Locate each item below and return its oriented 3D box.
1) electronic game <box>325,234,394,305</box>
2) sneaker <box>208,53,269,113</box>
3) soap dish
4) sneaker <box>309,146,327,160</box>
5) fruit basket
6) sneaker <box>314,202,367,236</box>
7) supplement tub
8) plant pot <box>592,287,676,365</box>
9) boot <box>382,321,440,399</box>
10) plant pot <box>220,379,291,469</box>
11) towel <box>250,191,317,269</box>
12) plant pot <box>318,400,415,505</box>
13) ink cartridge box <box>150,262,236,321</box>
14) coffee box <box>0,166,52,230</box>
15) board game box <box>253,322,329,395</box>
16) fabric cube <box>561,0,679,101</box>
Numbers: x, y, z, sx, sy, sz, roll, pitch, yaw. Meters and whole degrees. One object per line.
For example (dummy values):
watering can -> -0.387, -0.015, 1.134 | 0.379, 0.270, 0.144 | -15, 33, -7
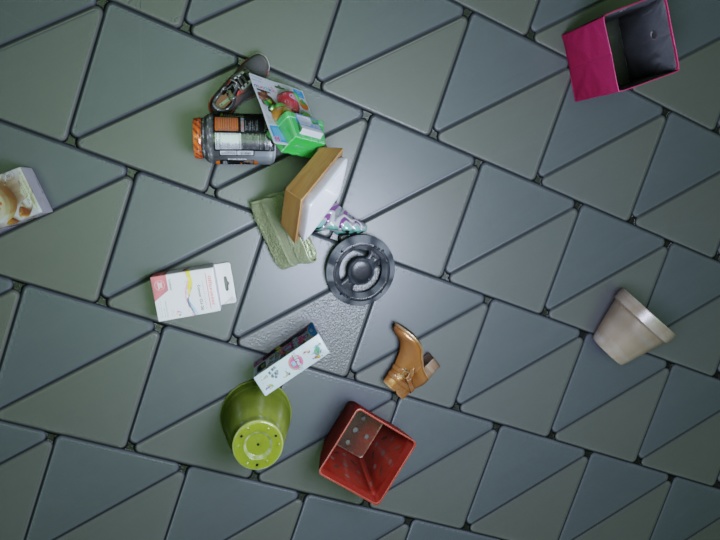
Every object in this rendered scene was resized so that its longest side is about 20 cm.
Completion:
electronic game -> 0.000, 0.000, 1.551 | 0.196, 0.042, 0.204 | -4, 107, -13
sneaker -> -0.297, -0.458, 1.397 | 0.077, 0.082, 0.201 | 41, 89, -15
soap dish -> -0.114, -0.187, 1.349 | 0.080, 0.158, 0.201 | 29, 55, 7
sneaker -> -0.119, -0.324, 1.456 | 0.071, 0.083, 0.201 | -38, 104, -4
fruit basket -> -0.166, -0.379, 1.356 | 0.184, 0.093, 0.204 | 1, 67, -51
sneaker -> -0.068, -0.171, 1.496 | 0.197, 0.077, 0.143 | 5, 78, -33
supplement tub -> -0.311, -0.326, 1.393 | 0.196, 0.122, 0.125 | -1, 99, -12
plant pot -> 0.807, 0.184, 1.694 | 0.199, 0.201, 0.174 | 36, 106, -15
boot -> 0.118, 0.261, 1.603 | 0.154, 0.074, 0.201 | -41, 102, 1
plant pot -> -0.272, 0.417, 1.477 | 0.196, 0.193, 0.205 | -2, 98, -12
towel -> -0.201, -0.101, 1.453 | 0.036, 0.146, 0.203 | -41, 113, -48
plant pot -> 0.004, 0.478, 1.556 | 0.198, 0.176, 0.202 | 33, 91, -14
ink cartridge box -> -0.428, 0.052, 1.452 | 0.196, 0.067, 0.119 | -10, 101, -11
coffee box -> -0.856, -0.152, 1.322 | 0.197, 0.080, 0.116 | -24, 102, -8
board game box -> -0.186, 0.232, 1.493 | 0.198, 0.147, 0.065 | -33, 101, -6
fabric cube -> 0.704, -0.598, 1.536 | 0.193, 0.199, 0.204 | -20, 102, -8
